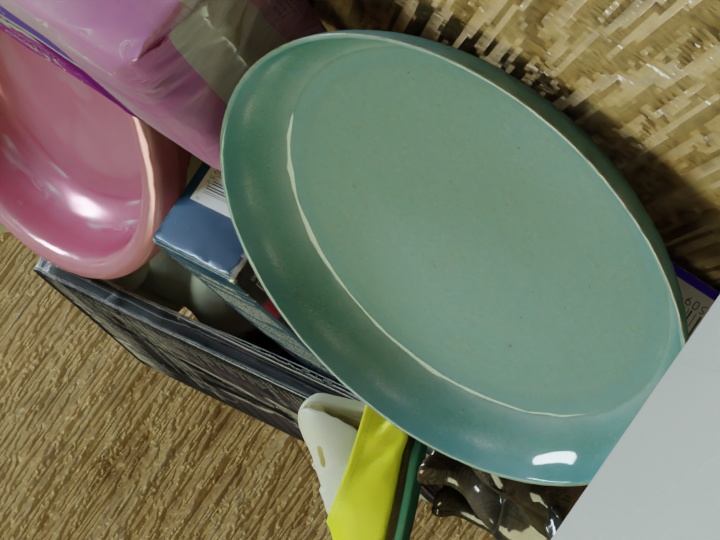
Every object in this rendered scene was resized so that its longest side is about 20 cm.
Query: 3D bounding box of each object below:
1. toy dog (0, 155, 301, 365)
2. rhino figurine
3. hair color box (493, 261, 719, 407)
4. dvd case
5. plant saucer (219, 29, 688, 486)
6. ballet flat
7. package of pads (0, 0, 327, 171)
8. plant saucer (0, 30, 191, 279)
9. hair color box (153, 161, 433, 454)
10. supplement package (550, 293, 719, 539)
[{"bbox_3d":[-0.091,-0.025,1.269,0.200,0.140,0.194,32,179,24],"label":"toy dog"},{"bbox_3d":[0.074,0.092,0.999,0.087,0.060,0.200,31,171,14],"label":"rhino figurine"},{"bbox_3d":[0.118,0.045,0.972,0.109,0.065,0.200,34,175,11],"label":"hair color box"},{"bbox_3d":[-0.057,0.056,1.186,0.200,0.016,0.149,24,168,25],"label":"dvd case"},{"bbox_3d":[0.036,-0.007,0.846,0.200,0.027,0.201,27,142,23],"label":"plant saucer"},{"bbox_3d":[0.009,0.053,1.046,0.067,0.201,0.067,18,-163,4],"label":"ballet flat"},{"bbox_3d":[-0.111,-0.121,0.906,0.200,0.076,0.121,33,172,28],"label":"package of pads"},{"bbox_3d":[-0.146,-0.094,1.104,0.200,0.051,0.201,34,142,31],"label":"plant saucer"},{"bbox_3d":[0.000,0.000,1.104,0.060,0.100,0.200,26,169,40],"label":"hair color box"},{"bbox_3d":[0.180,0.105,0.664,0.200,0.151,0.152,38,173,-15],"label":"supplement package"}]
